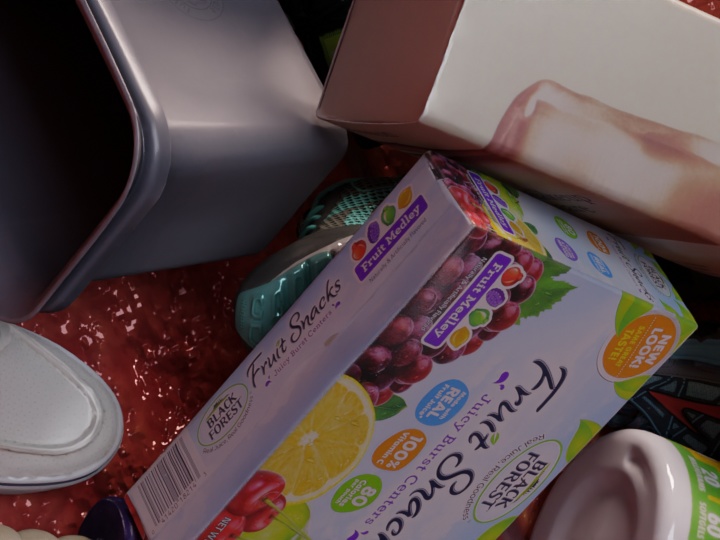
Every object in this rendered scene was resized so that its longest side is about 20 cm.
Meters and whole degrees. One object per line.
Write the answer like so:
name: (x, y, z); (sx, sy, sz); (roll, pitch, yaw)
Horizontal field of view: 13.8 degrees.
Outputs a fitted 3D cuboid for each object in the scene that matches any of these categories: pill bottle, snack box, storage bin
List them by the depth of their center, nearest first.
snack box: (0.020, 0.058, 1.208); (0.142, 0.200, 0.053); (21, 29, -43)
storage bin: (-0.106, -0.081, 1.221); (0.134, 0.146, 0.200); (-2, 55, -42)
pill bottle: (0.183, 0.156, 1.364); (0.200, 0.111, 0.111); (24, 67, -26)

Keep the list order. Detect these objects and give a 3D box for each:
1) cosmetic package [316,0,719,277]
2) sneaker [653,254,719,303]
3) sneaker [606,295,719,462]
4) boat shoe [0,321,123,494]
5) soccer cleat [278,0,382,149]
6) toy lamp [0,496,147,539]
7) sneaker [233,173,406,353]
cosmetic package: (0.097, -0.066, 1.194); (0.200, 0.103, 0.088); (21, 85, -24)
sneaker: (0.114, -0.060, 1.366); (0.200, 0.074, 0.087); (44, 52, 7)
sneaker: (0.141, 0.058, 1.377); (0.199, 0.079, 0.096); (9, 107, -12)
boat shoe: (-0.176, 0.035, 1.190); (0.200, 0.070, 0.071); (25, 66, -25)
soccer cleat: (-0.011, -0.131, 1.279); (0.200, 0.067, 0.081); (63, 16, -53)
toy lamp: (-0.152, 0.110, 1.196); (0.200, 0.058, 0.058); (12, 72, -31)
sneaker: (0.000, 0.000, 1.286); (0.200, 0.091, 0.078); (-15, 119, -52)
